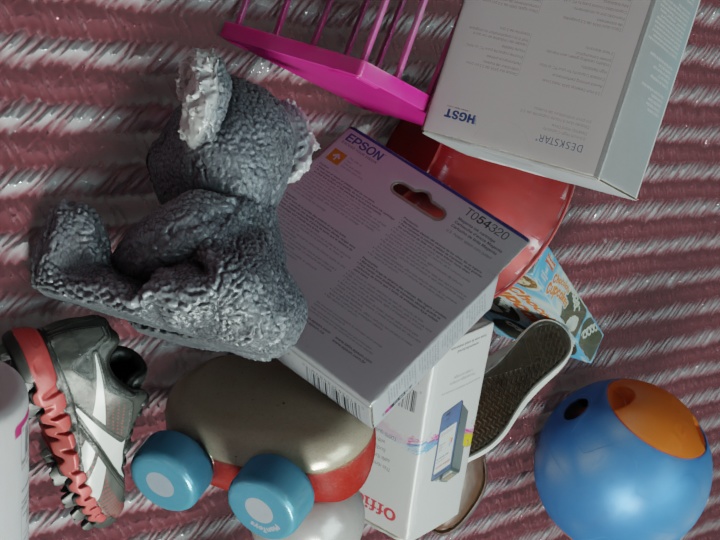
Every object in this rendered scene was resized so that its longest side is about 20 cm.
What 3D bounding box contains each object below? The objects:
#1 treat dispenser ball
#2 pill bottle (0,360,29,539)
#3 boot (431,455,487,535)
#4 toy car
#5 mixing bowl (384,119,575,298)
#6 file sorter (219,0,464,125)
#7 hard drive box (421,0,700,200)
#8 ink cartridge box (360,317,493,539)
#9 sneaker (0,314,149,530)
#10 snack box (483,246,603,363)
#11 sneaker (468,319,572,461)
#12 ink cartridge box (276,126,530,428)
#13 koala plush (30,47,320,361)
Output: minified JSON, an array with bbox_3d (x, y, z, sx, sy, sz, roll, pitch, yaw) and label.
[{"bbox_3d":[0.296,0.223,1.797,0.201,0.200,0.202,-31,133,-40],"label":"treat dispenser ball"},{"bbox_3d":[-0.281,0.165,1.071,0.113,0.113,0.201,-22,127,-45],"label":"pill bottle"},{"bbox_3d":[0.068,0.161,1.579,0.200,0.064,0.187,29,79,-56],"label":"boot"},{"bbox_3d":[-0.064,0.177,1.291,0.184,0.176,0.201,-51,143,-45],"label":"toy car"},{"bbox_3d":[0.084,-0.082,1.369,0.108,0.200,0.201,26,89,-26],"label":"mixing bowl"},{"bbox_3d":[0.021,-0.195,1.233,0.200,0.139,0.126,19,92,-55],"label":"file sorter"},{"bbox_3d":[0.153,-0.171,1.171,0.077,0.155,0.201,18,91,-57],"label":"hard drive box"},{"bbox_3d":[0.024,0.118,1.419,0.087,0.145,0.201,-16,122,-49],"label":"ink cartridge box"},{"bbox_3d":[-0.195,0.111,1.174,0.098,0.071,0.201,-25,132,-16],"label":"sneaker"},{"bbox_3d":[0.156,0.021,1.558,0.037,0.116,0.200,-63,146,-16],"label":"snack box"},{"bbox_3d":[0.121,0.130,1.535,0.200,0.073,0.085,-36,172,-16],"label":"sneaker"},{"bbox_3d":[0.000,0.000,1.266,0.200,0.196,0.043,-42,152,-26],"label":"ink cartridge box"},{"bbox_3d":[-0.103,-0.049,1.146,0.177,0.183,0.201,29,75,-56],"label":"koala plush"}]
